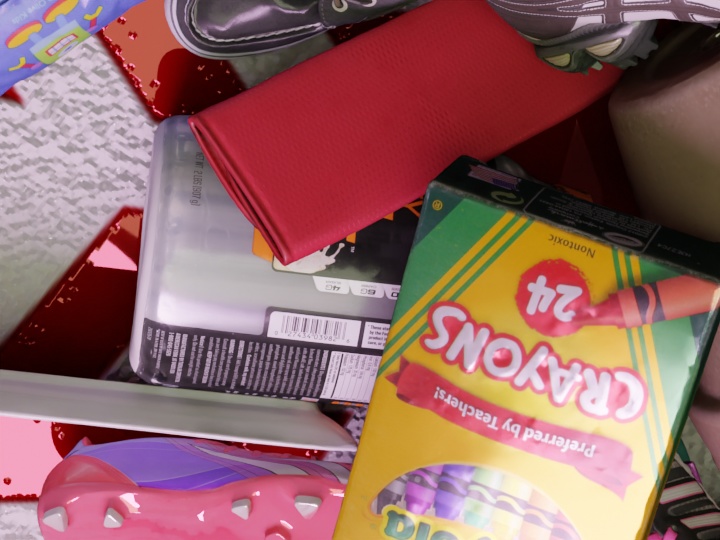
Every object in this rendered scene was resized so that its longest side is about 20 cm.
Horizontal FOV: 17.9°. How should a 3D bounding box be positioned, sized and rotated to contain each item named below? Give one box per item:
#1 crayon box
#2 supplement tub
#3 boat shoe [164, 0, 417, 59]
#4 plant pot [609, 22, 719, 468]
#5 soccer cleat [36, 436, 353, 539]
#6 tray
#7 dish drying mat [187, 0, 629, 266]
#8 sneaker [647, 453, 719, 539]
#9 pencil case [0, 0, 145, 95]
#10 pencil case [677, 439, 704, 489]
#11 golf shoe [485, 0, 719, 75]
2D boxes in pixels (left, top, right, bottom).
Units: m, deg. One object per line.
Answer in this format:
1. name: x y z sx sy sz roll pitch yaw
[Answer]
1. crayon box: 0.067 0.068 0.947 0.126 0.051 0.201 19 111 12
2. supplement tub: 0.000 0.000 1.030 0.199 0.123 0.123 6 109 -7
3. boat shoe: 0.007 -0.142 1.010 0.199 0.066 0.070 -19 109 2
4. plant pot: 0.198 -0.031 0.993 0.200 0.200 0.175 -34 103 8
5. soccer cleat: -0.053 0.104 1.062 0.199 0.077 0.067 -2 125 13
6. tray: -0.103 0.063 1.059 0.199 0.107 0.022 6 85 -7
7. dish drying mat: 0.024 -0.073 0.992 0.199 0.018 0.077 -29 80 -29
8. sneaker: 0.136 0.132 1.006 0.200 0.087 0.074 39 101 -13
9. pencil case: -0.125 -0.140 0.989 0.199 0.087 0.078 -32 87 9
10. pencil case: 0.063 0.124 1.094 0.199 0.092 0.085 -28 108 5
11. golf shoe: 0.116 -0.140 0.918 0.094 0.078 0.200 28 146 -29
